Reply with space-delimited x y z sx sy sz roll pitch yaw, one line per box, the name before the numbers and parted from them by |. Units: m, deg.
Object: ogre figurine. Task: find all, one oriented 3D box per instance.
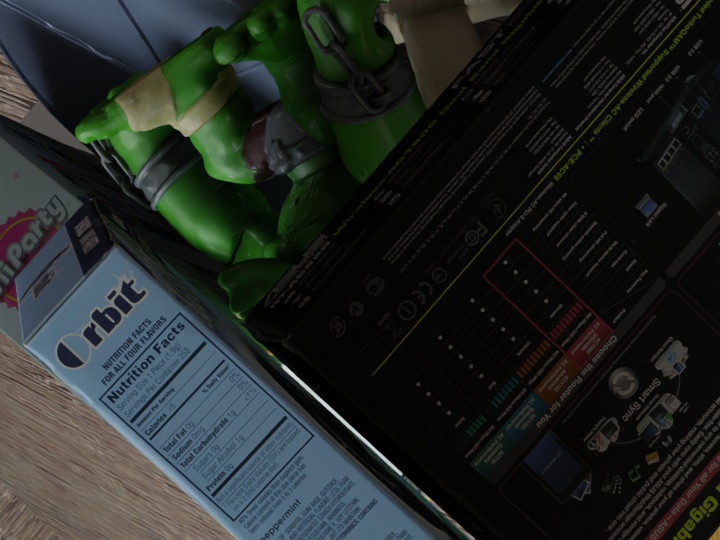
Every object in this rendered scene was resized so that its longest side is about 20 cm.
ogre figurine | -0.020 -0.035 1.051 0.200 0.098 0.120 -29 101 42

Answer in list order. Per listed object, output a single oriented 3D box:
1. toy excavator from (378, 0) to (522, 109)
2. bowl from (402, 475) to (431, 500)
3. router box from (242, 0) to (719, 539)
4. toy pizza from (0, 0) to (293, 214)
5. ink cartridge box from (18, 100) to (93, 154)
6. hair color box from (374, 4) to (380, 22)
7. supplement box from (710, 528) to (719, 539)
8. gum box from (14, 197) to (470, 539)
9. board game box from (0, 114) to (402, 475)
toy excavator | 0.094 -0.017 1.064 0.200 0.194 0.100 10 164 1
bowl | 0.000 0.000 1.278 0.201 0.094 0.201 19 120 36
router box | 0.084 -0.005 0.953 0.150 0.200 0.062 43 173 -14
toy pizza | -0.062 -0.077 1.164 0.200 0.032 0.200 27 156 13
ink cartridge box | -0.099 -0.039 1.426 0.083 0.147 0.200 38 165 12
hair color box | -0.075 -0.164 1.148 0.200 0.064 0.111 43 165 -22
supplement box | 0.153 0.072 1.132 0.069 0.067 0.200 73 172 -64
gum box | -0.023 0.065 0.958 0.200 0.045 0.170 44 180 -10
board game box | -0.084 0.015 1.182 0.200 0.064 0.148 38 -173 28
